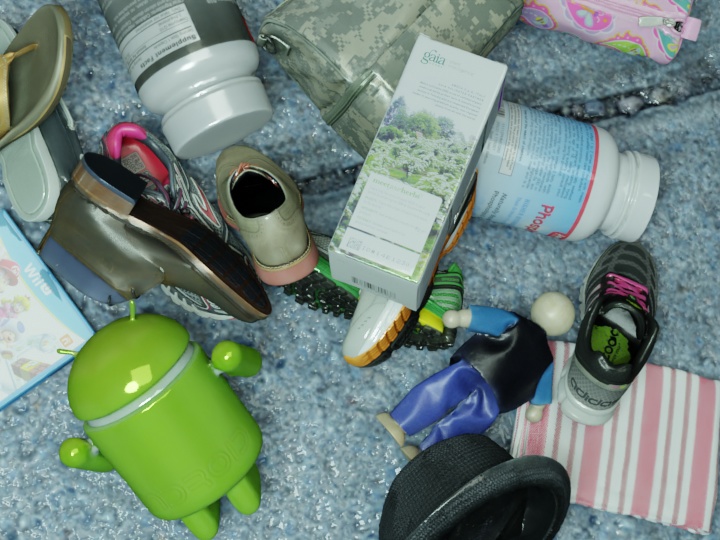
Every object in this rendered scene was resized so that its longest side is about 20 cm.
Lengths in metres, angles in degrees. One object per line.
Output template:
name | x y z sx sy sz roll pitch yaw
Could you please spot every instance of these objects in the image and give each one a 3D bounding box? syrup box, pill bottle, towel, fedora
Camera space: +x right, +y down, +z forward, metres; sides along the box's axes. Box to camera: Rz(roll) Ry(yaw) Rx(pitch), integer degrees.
syrup box | 0.047 -0.080 1.182 0.078 0.081 0.201 21 75 8
pill bottle | -0.158 -0.209 1.294 0.113 0.114 0.201 -23 83 -16
pill bottle | 0.165 -0.089 1.337 0.199 0.109 0.109 14 75 -8
towel | 0.235 0.151 1.341 0.199 0.030 0.147 14 72 -9
fedora | 0.079 0.209 1.242 0.200 0.201 0.092 -23 49 -16

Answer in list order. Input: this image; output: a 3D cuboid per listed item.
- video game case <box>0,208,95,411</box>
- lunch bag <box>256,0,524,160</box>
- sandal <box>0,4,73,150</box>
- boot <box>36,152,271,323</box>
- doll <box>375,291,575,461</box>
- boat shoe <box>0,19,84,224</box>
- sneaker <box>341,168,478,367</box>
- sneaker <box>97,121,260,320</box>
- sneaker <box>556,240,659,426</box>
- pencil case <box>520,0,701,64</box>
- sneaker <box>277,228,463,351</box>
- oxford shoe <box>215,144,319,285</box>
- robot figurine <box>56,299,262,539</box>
video game case | -0.344 0.060 1.242 0.200 0.018 0.143 -36 86 -17
lunch bag | 0.025 -0.223 1.321 0.168 0.139 0.200 44 74 -6
sandal | -0.313 -0.143 1.225 0.200 0.054 0.081 -40 62 19
boot | -0.173 -0.001 1.219 0.200 0.075 0.097 39 108 -2
doll | 0.109 0.089 1.287 0.200 0.048 0.137 -39 109 -6
boat shoe | -0.286 -0.127 1.277 0.060 0.075 0.201 7 59 -50
sneaker | 0.022 -0.013 1.248 0.092 0.076 0.201 24 72 14
sneaker | -0.163 -0.040 1.275 0.081 0.075 0.200 -41 89 -17
sneaker | 0.234 0.042 1.316 0.074 0.088 0.200 26 54 0
pencil case | 0.223 -0.260 1.402 0.199 0.087 0.088 17 74 -7
sneaker | 0.000 0.000 1.307 0.199 0.078 0.086 24 66 -15
oxford shoe | -0.086 -0.069 1.244 0.070 0.200 0.075 -25 126 -8
robot figurine | -0.159 0.121 1.200 0.175 0.116 0.200 -32 108 8
